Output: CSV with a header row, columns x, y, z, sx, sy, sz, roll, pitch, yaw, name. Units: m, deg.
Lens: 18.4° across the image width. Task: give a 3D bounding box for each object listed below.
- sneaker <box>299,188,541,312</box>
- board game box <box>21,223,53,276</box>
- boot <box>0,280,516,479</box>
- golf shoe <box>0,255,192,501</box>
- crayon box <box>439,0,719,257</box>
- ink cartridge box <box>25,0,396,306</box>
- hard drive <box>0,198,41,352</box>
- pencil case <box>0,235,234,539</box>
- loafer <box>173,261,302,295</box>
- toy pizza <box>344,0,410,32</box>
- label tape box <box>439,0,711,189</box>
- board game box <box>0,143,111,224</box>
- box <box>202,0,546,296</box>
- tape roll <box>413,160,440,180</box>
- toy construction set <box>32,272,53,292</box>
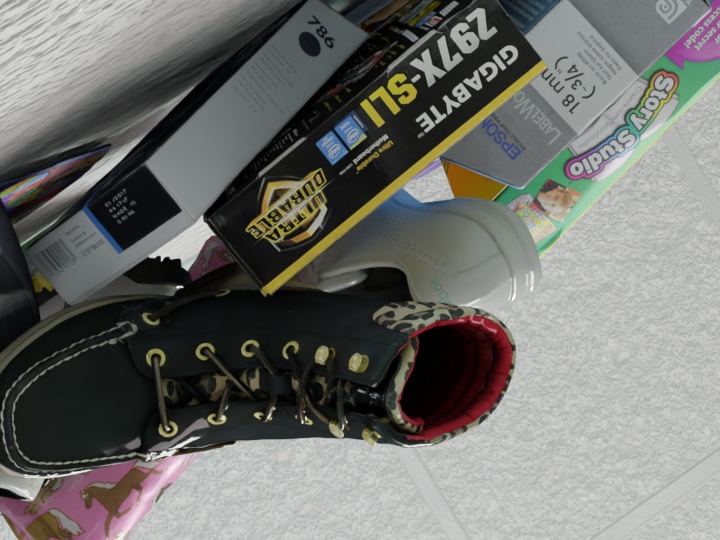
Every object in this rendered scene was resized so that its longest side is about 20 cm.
x,y,z,sx,sy,sz,roll,pitch,yaw,name
0.000,0.000,1.160,0.088,0.076,0.200,-31,-164,-30,sneaker
-0.204,0.053,1.321,0.200,0.135,0.029,-32,139,26,board game box
-0.049,0.047,0.959,0.203,0.074,0.153,-14,-168,-39,boot
-0.164,0.068,1.142,0.199,0.095,0.078,-30,158,5,golf shoe
0.131,-0.123,1.328,0.200,0.058,0.173,-46,-154,17,crayon box
-0.067,-0.066,1.035,0.099,0.039,0.200,-33,-169,41,ink cartridge box
-0.203,0.036,0.998,0.135,0.042,0.200,-32,163,-15,hard drive
-0.109,0.075,1.197,0.200,0.083,0.086,-50,-147,-4,pencil case
-0.089,0.050,1.072,0.200,0.068,0.076,-32,-174,-41,loafer
0.043,-0.151,1.281,0.200,0.032,0.200,-32,180,0,toy pizza
0.082,-0.099,1.187,0.200,0.063,0.144,-44,-169,6,label tape box
-0.196,0.003,1.091,0.158,0.039,0.200,-32,180,24,board game box
-0.001,-0.068,1.045,0.159,0.049,0.200,-38,-171,1,box
0.103,-0.157,1.733,0.200,0.085,0.200,-33,180,0,tape roll
-0.228,0.080,1.239,0.200,0.131,0.092,-52,147,-7,toy construction set
